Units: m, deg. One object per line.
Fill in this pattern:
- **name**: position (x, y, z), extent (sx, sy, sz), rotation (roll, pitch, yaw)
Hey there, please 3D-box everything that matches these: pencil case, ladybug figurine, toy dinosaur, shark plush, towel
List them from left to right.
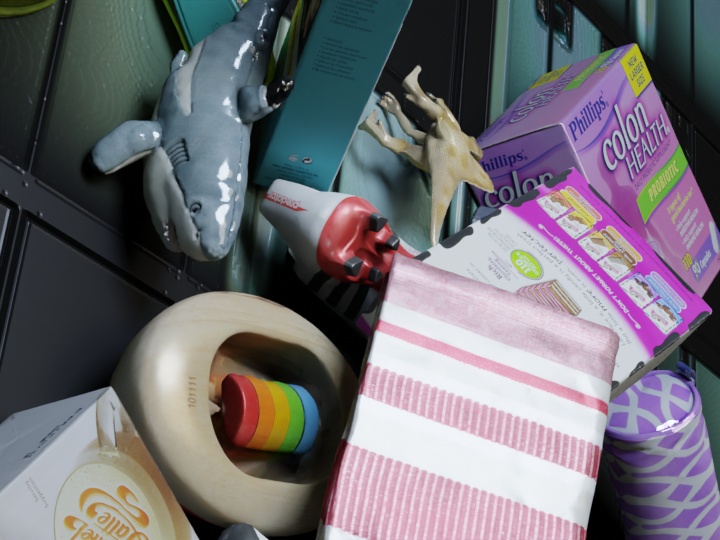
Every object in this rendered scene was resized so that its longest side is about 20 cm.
- **ladybug figurine**: position (-0.069, 0.085, 0.981), extent (0.200, 0.072, 0.136), rotation (22, 60, -48)
- **shark plush**: position (-0.067, -0.095, 1.010), extent (0.091, 0.083, 0.200), rotation (50, 61, -36)
- **toy dinosaur**: position (0.054, -0.085, 1.199), extent (0.101, 0.058, 0.200), rotation (43, 21, -7)
- **towel**: position (0.062, 0.096, 0.954), extent (0.144, 0.023, 0.200), rotation (20, 57, -6)
- **pencil case**: position (0.225, 0.166, 1.304), extent (0.084, 0.085, 0.200), rotation (-29, 123, -21)

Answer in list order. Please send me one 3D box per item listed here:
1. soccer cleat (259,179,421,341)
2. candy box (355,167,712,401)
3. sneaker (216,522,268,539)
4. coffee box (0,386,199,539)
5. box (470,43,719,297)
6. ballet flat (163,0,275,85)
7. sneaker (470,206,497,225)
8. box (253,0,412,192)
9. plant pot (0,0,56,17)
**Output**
- **soccer cleat**: position (0.000, 0.000, 1.120), extent (0.069, 0.085, 0.200), rotation (-58, 150, -9)
- **candy box**: position (0.112, 0.029, 1.087), extent (0.136, 0.061, 0.200), rotation (48, 43, 13)
- **sneaker**: position (0.006, 0.200, 0.922), extent (0.200, 0.074, 0.080), rotation (44, 83, -1)
- **coffee box**: position (-0.129, 0.175, 0.852), extent (0.200, 0.080, 0.114), rotation (63, 36, -14)
- **box**: position (0.189, -0.049, 1.371), extent (0.176, 0.097, 0.200), rotation (-44, 112, -52)
- **ballet flat**: position (-0.102, -0.198, 1.074), extent (0.067, 0.067, 0.200), rotation (-56, 126, -73)
- **sneaker**: position (0.107, 0.023, 1.205), extent (0.200, 0.082, 0.070), rotation (-81, 174, -55)
- **box**: position (-0.016, -0.134, 1.041), extent (0.049, 0.200, 0.082), rotation (12, 54, -10)
- **plant pot**: position (-0.147, -0.260, 0.912), extent (0.200, 0.193, 0.200), rotation (27, 55, -46)
